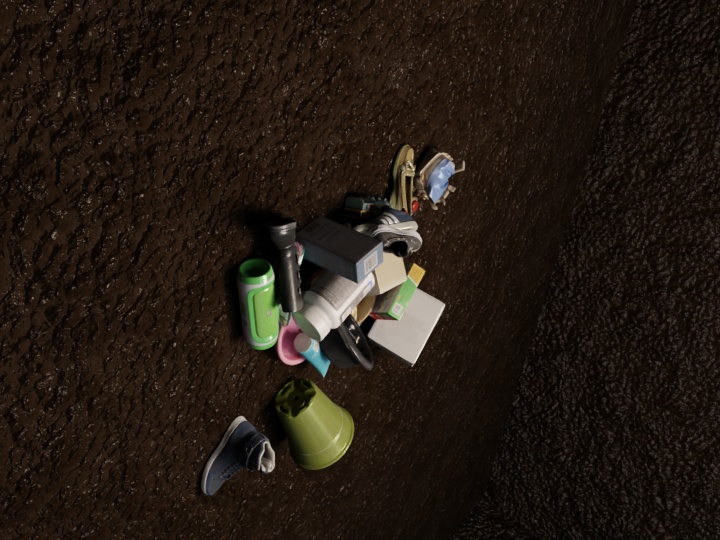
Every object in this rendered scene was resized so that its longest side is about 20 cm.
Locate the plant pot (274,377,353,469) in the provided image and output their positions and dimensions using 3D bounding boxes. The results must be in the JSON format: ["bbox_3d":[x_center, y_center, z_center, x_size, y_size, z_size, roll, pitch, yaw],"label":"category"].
[{"bbox_3d":[-0.139,0.394,1.748,0.201,0.198,0.192,-48,135,-25],"label":"plant pot"}]

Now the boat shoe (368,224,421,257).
[{"bbox_3d":[0.097,-0.063,1.609,0.070,0.067,0.199,-37,153,23],"label":"boat shoe"}]

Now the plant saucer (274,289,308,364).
[{"bbox_3d":[-0.154,0.137,1.649,0.200,0.050,0.204,-36,139,-39],"label":"plant saucer"}]

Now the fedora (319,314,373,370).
[{"bbox_3d":[-0.049,0.182,1.673,0.090,0.203,0.201,-29,150,10],"label":"fedora"}]

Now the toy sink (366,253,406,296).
[{"bbox_3d":[0.000,0.000,1.712,0.129,0.197,0.114,-23,100,-49],"label":"toy sink"}]

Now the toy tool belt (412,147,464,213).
[{"bbox_3d":[0.212,-0.245,1.881,0.202,0.122,0.125,-60,149,-7],"label":"toy tool belt"}]

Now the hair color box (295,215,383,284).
[{"bbox_3d":[-0.052,-0.052,1.526,0.099,0.198,0.062,-39,140,-35],"label":"hair color box"}]

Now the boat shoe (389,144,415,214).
[{"bbox_3d":[0.125,-0.241,1.786,0.073,0.062,0.205,6,96,-60],"label":"boat shoe"}]

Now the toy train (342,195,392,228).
[{"bbox_3d":[0.023,-0.137,1.709,0.198,0.084,0.117,-6,107,-56],"label":"toy train"}]

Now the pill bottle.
[{"bbox_3d":[-0.066,0.064,1.555,0.200,0.113,0.115,-47,145,-24],"label":"pill bottle"}]

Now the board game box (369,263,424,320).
[{"bbox_3d":[0.093,0.061,1.805,0.155,0.040,0.200,-61,-167,-11],"label":"board game box"}]

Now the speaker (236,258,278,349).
[{"bbox_3d":[-0.228,0.078,1.457,0.088,0.087,0.203,-35,138,-40],"label":"speaker"}]

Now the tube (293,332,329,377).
[{"bbox_3d":[-0.112,0.215,1.680,0.078,0.050,0.200,-62,154,-14],"label":"tube"}]

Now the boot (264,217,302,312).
[{"bbox_3d":[-0.164,-0.007,1.408,0.165,0.064,0.205,-69,158,-81],"label":"boot"}]

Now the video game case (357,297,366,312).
[{"bbox_3d":[0.021,0.083,1.872,0.203,0.019,0.143,-61,170,-7],"label":"video game case"}]

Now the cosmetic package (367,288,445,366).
[{"bbox_3d":[0.136,0.159,1.966,0.202,0.163,0.165,-60,173,-8],"label":"cosmetic package"}]

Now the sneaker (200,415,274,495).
[{"bbox_3d":[-0.295,0.481,1.583,0.205,0.145,0.077,-62,151,-3],"label":"sneaker"}]

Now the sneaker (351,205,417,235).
[{"bbox_3d":[0.049,-0.120,1.635,0.197,0.086,0.075,-6,149,-38],"label":"sneaker"}]

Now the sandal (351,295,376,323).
[{"bbox_3d":[-0.042,0.118,1.767,0.212,0.078,0.069,-49,142,3],"label":"sandal"}]

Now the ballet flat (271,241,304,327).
[{"bbox_3d":[-0.184,0.029,1.517,0.070,0.069,0.204,10,97,-27],"label":"ballet flat"}]
